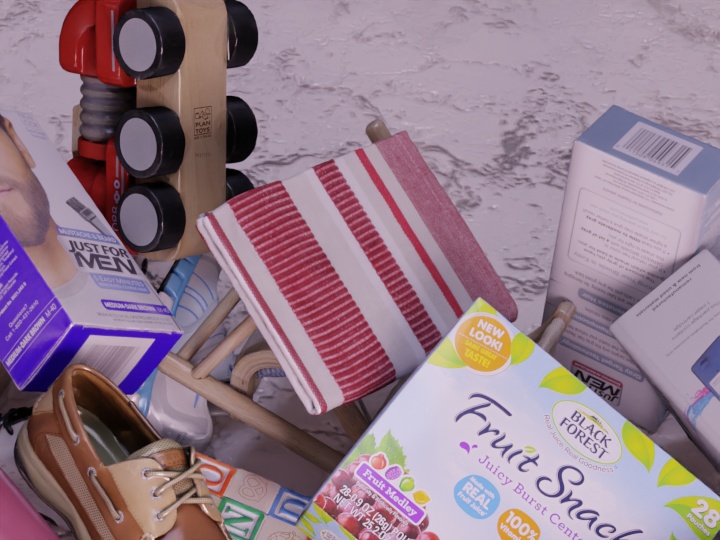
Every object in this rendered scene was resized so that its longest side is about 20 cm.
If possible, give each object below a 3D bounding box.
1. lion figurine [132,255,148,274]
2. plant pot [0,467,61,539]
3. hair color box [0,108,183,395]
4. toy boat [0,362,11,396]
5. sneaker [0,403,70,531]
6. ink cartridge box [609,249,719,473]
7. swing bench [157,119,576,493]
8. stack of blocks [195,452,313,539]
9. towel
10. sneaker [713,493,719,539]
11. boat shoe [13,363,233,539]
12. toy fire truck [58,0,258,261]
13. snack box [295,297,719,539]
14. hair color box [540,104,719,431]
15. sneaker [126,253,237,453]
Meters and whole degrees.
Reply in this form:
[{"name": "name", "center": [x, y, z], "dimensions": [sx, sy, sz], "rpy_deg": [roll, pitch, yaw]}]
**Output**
[{"name": "lion figurine", "center": [-0.221, -0.013, 1.632], "dimensions": [0.121, 0.073, 0.200], "rpy_deg": [8, 22, 13]}, {"name": "plant pot", "center": [-0.242, 0.182, 1.273], "dimensions": [0.179, 0.201, 0.200], "rpy_deg": [37, 43, 11]}, {"name": "hair color box", "center": [-0.209, -0.016, 1.448], "dimensions": [0.200, 0.065, 0.109], "rpy_deg": [51, 23, 26]}, {"name": "toy boat", "center": [-0.319, 0.029, 1.503], "dimensions": [0.198, 0.132, 0.131], "rpy_deg": [-1, 28, -11]}, {"name": "sneaker", "center": [-0.218, 0.111, 1.435], "dimensions": [0.198, 0.081, 0.074], "rpy_deg": [3, 37, 11]}, {"name": "ink cartridge box", "center": [0.264, 0.103, 1.464], "dimensions": [0.087, 0.145, 0.200], "rpy_deg": [-38, 43, 2]}, {"name": "swing bench", "center": [0.010, 0.047, 1.515], "dimensions": [0.200, 0.130, 0.199], "rpy_deg": [44, 39, -5]}, {"name": "stack of blocks", "center": [-0.083, 0.207, 1.344], "dimensions": [0.114, 0.059, 0.200], "rpy_deg": [21, 38, 2]}, {"name": "towel", "center": [0.000, 0.000, 1.431], "dimensions": [0.199, 0.023, 0.145], "rpy_deg": [-24, 78, -46]}, {"name": "sneaker", "center": [0.165, 0.180, 1.445], "dimensions": [0.199, 0.076, 0.088], "rpy_deg": [16, 52, 18]}, {"name": "boat shoe", "center": [-0.123, 0.130, 1.304], "dimensions": [0.200, 0.074, 0.075], "rpy_deg": [41, 31, 27]}, {"name": "toy fire truck", "center": [-0.163, -0.110, 1.587], "dimensions": [0.199, 0.178, 0.128], "rpy_deg": [11, 16, 38]}, {"name": "snack box", "center": [0.090, 0.145, 1.362], "dimensions": [0.200, 0.068, 0.169], "rpy_deg": [41, 67, 3]}, {"name": "hair color box", "center": [0.185, 0.000, 1.560], "dimensions": [0.098, 0.201, 0.061], "rpy_deg": [25, 40, 23]}, {"name": "sneaker", "center": [-0.112, 0.058, 1.557], "dimensions": [0.086, 0.075, 0.201], "rpy_deg": [25, 38, -6]}]
